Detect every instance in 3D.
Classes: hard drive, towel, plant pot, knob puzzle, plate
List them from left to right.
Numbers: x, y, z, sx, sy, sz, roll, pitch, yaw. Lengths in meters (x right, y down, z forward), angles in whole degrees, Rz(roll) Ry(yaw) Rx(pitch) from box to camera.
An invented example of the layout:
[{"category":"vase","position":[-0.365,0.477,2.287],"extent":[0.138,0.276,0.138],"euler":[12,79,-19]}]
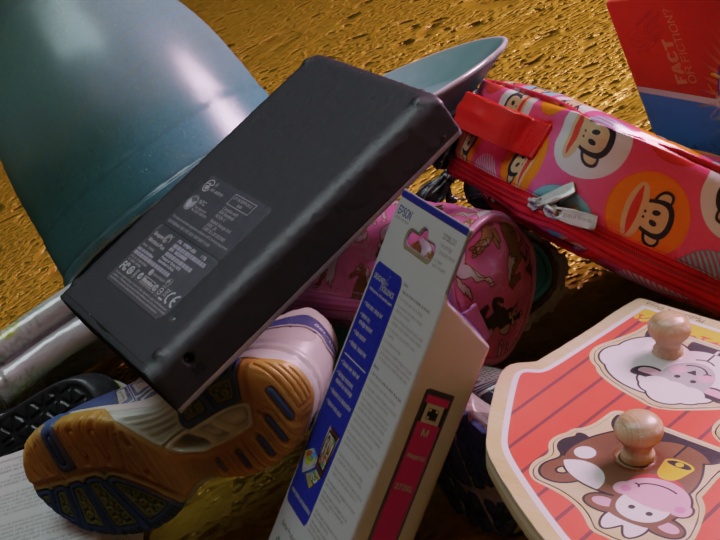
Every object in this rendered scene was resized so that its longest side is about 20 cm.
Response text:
[{"category":"towel","position":[-0.189,0.036,1.101],"extent":[0.199,0.048,0.171],"euler":[-36,-1,-19]},{"category":"plant pot","position":[-0.179,-0.119,1.082],"extent":[0.199,0.189,0.200],"euler":[-36,-2,-1]},{"category":"hard drive","position":[-0.056,-0.028,0.796],"extent":[0.200,0.033,0.139],"euler":[-45,32,-10]},{"category":"plate","position":[0.004,-0.091,0.939],"extent":[0.198,0.026,0.200],"euler":[-25,13,6]},{"category":"knob puzzle","position":[0.138,0.065,0.625],"extent":[0.216,0.031,0.220],"euler":[-1,26,1]}]

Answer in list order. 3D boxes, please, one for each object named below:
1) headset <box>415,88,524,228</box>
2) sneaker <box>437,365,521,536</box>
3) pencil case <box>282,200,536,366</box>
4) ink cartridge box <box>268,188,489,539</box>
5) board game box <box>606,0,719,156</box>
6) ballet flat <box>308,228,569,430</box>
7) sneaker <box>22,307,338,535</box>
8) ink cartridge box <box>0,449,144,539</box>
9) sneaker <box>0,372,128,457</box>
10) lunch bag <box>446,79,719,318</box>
[{"category":"headset","position":[0.075,-0.072,1.062],"extent":[0.094,0.124,0.200],"euler":[-44,5,3]},{"category":"sneaker","position":[0.096,0.082,0.723],"extent":[0.085,0.078,0.199],"euler":[-27,28,-26]},{"category":"pencil case","position":[0.000,0.000,0.838],"extent":[0.198,0.083,0.088],"euler":[6,75,37]},{"category":"ink cartridge box","position":[0.010,0.068,0.713],"extent":[0.037,0.202,0.095],"euler":[16,8,-20]},{"category":"board game box","position":[0.247,-0.102,0.862],"extent":[0.040,0.154,0.199],"euler":[-37,22,-31]},{"category":"ballet flat","position":[0.034,0.041,0.903],"extent":[0.198,0.076,0.064],"euler":[-24,-12,7]},{"category":"sneaker","position":[-0.092,0.080,0.821],"extent":[0.198,0.076,0.088],"euler":[-19,18,30]},{"category":"ink cartridge box","position":[-0.206,0.188,0.864],"extent":[0.161,0.057,0.202],"euler":[-18,42,17]},{"category":"sneaker","position":[-0.219,0.123,1.015],"extent":[0.198,0.073,0.083],"euler":[-19,-9,20]},{"category":"lunch bag","position":[0.130,-0.050,0.835],"extent":[0.083,0.174,0.200],"euler":[-65,17,7]}]
